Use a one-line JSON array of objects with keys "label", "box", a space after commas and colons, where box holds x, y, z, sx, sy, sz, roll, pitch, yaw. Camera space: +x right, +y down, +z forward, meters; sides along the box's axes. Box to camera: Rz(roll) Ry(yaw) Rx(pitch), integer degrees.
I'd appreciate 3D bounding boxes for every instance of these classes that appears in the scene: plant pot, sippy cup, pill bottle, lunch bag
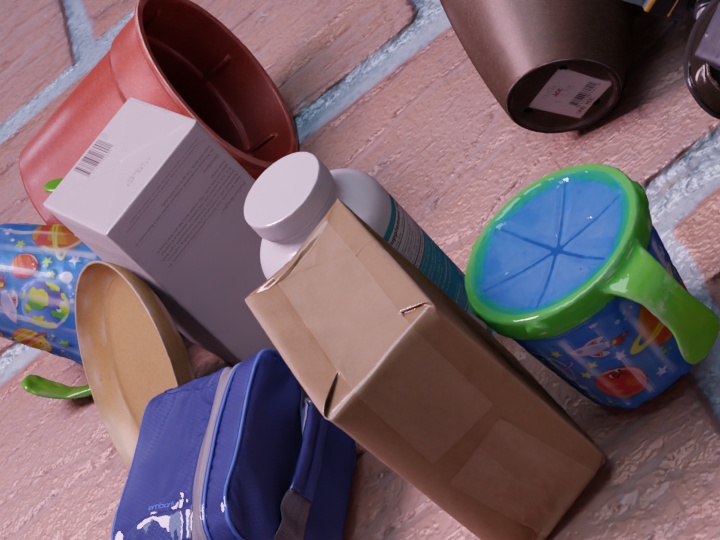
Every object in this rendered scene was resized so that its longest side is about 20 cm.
[{"label": "plant pot", "box": [-0.194, -0.116, 1.924, 0.195, 0.201, 0.201, -39, 33, 23]}, {"label": "sippy cup", "box": [-0.265, 0.016, 1.849, 0.130, 0.140, 0.179, 10, 75, 1]}, {"label": "pill bottle", "box": [0.000, 0.000, 1.572, 0.111, 0.200, 0.111, -28, 37, 24]}, {"label": "sippy cup", "box": [0.161, 0.020, 1.431, 0.139, 0.130, 0.178, -32, 36, 15]}, {"label": "plant pot", "box": [-0.177, 0.085, 1.710, 0.027, 0.201, 0.200, -19, 25, -26]}, {"label": "plant pot", "box": [0.148, -0.217, 1.690, 0.186, 0.187, 0.201, -27, 52, 25]}, {"label": "lunch bag", "box": [-0.080, 0.158, 1.549, 0.132, 0.136, 0.201, -21, 39, 30]}]

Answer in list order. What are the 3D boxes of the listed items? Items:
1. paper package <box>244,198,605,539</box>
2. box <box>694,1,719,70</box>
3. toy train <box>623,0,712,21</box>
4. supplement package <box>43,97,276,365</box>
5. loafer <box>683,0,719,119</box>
[{"label": "paper package", "box": [0.042, 0.074, 1.447, 0.104, 0.200, 0.191, -47, 33, 4]}, {"label": "box", "box": [0.361, -0.191, 1.420, 0.200, 0.117, 0.197, 34, 100, 55]}, {"label": "toy train", "box": [0.258, -0.280, 1.647, 0.085, 0.113, 0.201, 120, 162, -57]}, {"label": "supplement package", "box": [-0.139, -0.027, 1.746, 0.121, 0.200, 0.120, -52, 35, -12]}, {"label": "loafer", "box": [0.310, -0.199, 1.552, 0.200, 0.073, 0.071, -55, 13, -15]}]
